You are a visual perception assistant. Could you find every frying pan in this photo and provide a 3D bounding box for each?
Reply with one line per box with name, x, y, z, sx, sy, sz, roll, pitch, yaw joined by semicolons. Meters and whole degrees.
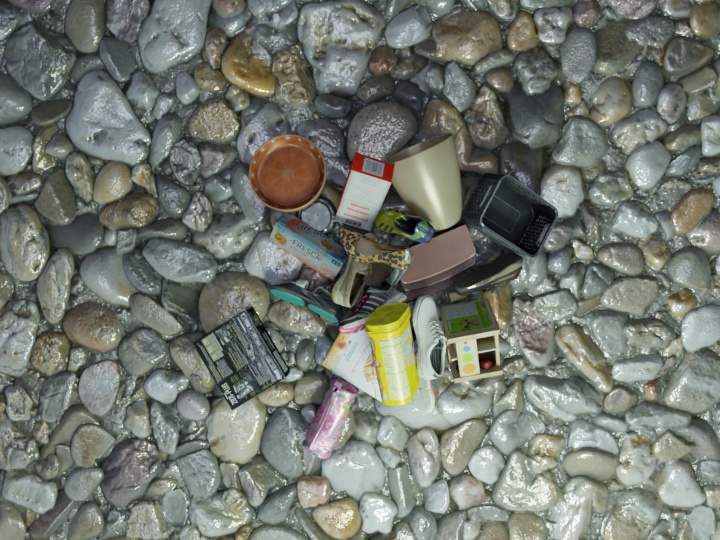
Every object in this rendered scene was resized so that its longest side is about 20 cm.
frying pan;-0.081;-0.121;1.443;0.188;0.031;0.116;27;93;4

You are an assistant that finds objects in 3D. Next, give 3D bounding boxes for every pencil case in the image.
pencil case;-0.077;0.373;1.422;0.087;0.087;0.202;24;95;1

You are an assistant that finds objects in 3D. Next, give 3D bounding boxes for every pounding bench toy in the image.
pounding bench toy;0.270;0.157;1.398;0.123;0.201;0.157;-11;123;4

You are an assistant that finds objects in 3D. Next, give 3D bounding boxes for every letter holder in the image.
letter holder;0.190;-0.013;1.401;0.198;0.101;0.144;-22;93;2

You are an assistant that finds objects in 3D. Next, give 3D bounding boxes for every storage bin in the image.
storage bin;0.364;-0.135;1.361;0.199;0.094;0.136;27;92;-24

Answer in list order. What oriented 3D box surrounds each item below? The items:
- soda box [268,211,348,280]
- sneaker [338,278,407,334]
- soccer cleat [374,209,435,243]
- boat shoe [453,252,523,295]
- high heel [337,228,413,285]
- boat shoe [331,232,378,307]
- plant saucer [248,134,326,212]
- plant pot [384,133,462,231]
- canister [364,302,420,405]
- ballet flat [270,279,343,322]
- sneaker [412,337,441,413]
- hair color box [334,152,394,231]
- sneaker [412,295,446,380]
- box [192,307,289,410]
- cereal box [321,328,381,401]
soda box;-0.130;-0.063;1.414;0.199;0.064;0.069;32;127;0
sneaker;0.019;0.086;1.407;0.199;0.074;0.088;-29;77;-20
soccer cleat;0.096;-0.120;1.364;0.083;0.199;0.065;26;89;-43
boat shoe;0.326;0.025;1.392;0.198;0.075;0.074;-22;120;-14
high heel;0.036;-0.064;1.313;0.199;0.143;0.071;39;58;7
boat shoe;0.000;0.000;1.398;0.064;0.072;0.201;16;71;41
plant saucer;-0.185;-0.247;1.426;0.197;0.032;0.203;0;81;2
plant pot;0.174;-0.205;1.369;0.185;0.187;0.202;-24;105;2
canister;0.080;0.197;1.321;0.085;0.148;0.203;-6;104;21
ballet flat;-0.131;0.066;1.433;0.198;0.073;0.074;23;92;7
sneaker;0.171;0.255;1.423;0.076;0.082;0.203;7;98;33
hair color box;0.007;-0.185;1.346;0.100;0.201;0.062;16;57;-7
sneaker;0.174;0.159;1.333;0.072;0.070;0.203;0;83;-34
box;-0.301;0.223;1.426;0.163;0.086;0.201;-32;90;2
cereal box;0.018;0.231;1.440;0.199;0.040;0.145;30;90;1
